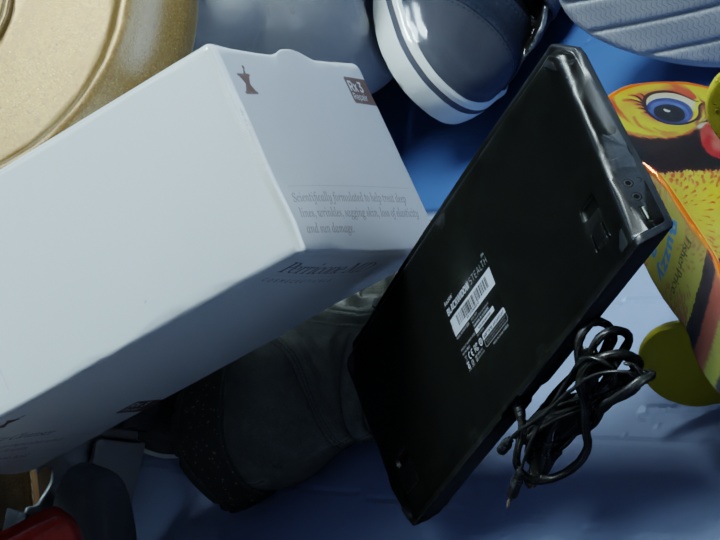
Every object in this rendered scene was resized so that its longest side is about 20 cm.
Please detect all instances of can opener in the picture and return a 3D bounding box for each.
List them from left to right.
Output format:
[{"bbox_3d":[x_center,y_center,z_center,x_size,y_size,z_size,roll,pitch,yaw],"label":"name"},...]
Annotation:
[{"bbox_3d":[-0.091,0.048,0.959,0.067,0.053,0.200,16,95,46],"label":"can opener"}]

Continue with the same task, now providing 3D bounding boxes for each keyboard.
[{"bbox_3d":[0.056,0.020,0.798,0.200,0.040,0.104,-57,46,54],"label":"keyboard"}]

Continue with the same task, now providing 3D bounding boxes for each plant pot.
[{"bbox_3d":[-0.163,-0.100,0.963,0.200,0.027,0.200,-4,71,12],"label":"plant pot"}]

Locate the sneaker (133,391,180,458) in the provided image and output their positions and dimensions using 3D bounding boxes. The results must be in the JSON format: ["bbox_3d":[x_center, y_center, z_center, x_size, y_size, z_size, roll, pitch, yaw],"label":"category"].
[{"bbox_3d":[-0.122,0.039,1.091,0.201,0.076,0.115,50,140,39],"label":"sneaker"}]

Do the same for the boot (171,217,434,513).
[{"bbox_3d":[0.000,0.000,0.975,0.131,0.068,0.200,-24,43,28],"label":"boot"}]

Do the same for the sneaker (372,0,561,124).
[{"bbox_3d":[0.064,-0.150,1.052,0.079,0.078,0.200,-30,30,38],"label":"sneaker"}]

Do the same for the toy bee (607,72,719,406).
[{"bbox_3d":[0.108,-0.016,0.789,0.200,0.109,0.131,-114,26,-69],"label":"toy bee"}]

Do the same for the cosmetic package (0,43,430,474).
[{"bbox_3d":[-0.087,0.002,0.863,0.200,0.081,0.113,-27,-11,26],"label":"cosmetic package"}]

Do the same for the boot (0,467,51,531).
[{"bbox_3d":[-0.173,0.028,1.026,0.074,0.075,0.200,-16,82,64],"label":"boot"}]

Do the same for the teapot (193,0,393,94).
[{"bbox_3d":[-0.065,-0.159,1.072,0.146,0.200,0.198,-6,80,12],"label":"teapot"}]

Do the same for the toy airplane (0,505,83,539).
[{"bbox_3d":[-0.178,0.191,0.875,0.199,0.141,0.200,-41,13,33],"label":"toy airplane"}]

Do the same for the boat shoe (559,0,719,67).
[{"bbox_3d":[0.168,-0.128,0.908,0.200,0.072,0.071,-7,38,35],"label":"boat shoe"}]
